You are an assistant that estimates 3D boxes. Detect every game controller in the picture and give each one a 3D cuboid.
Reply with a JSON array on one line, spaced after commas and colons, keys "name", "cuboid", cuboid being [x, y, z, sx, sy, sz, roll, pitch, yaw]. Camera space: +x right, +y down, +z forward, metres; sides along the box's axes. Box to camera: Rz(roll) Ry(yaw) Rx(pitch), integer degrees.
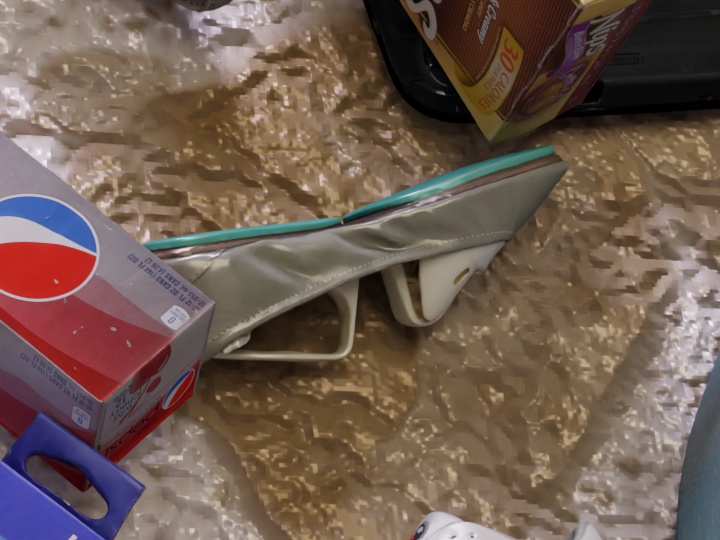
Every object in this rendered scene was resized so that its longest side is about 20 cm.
[{"name": "game controller", "cuboid": [0.100, -0.113, 1.242, 0.199, 0.042, 0.105, -4, 46, -21]}]

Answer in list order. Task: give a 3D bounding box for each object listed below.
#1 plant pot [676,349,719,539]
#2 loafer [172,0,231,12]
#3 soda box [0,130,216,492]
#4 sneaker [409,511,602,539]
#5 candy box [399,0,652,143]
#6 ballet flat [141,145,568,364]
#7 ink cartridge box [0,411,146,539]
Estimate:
[{"name": "plant pot", "cuboid": [0.227, 0.075, 1.072, 0.196, 0.196, 0.201, 31, 65, 3]}, {"name": "loafer", "cuboid": [-0.137, -0.166, 1.176, 0.199, 0.070, 0.070, 34, 59, 14]}, {"name": "soda box", "cuboid": [-0.153, -0.010, 1.058, 0.200, 0.064, 0.070, 38, 54, 16]}, {"name": "sneaker", "cuboid": [0.018, 0.137, 1.030, 0.199, 0.074, 0.089, -5, 60, -32]}, {"name": "candy box", "cuboid": [0.041, -0.168, 1.148, 0.056, 0.117, 0.201, -25, 74, -27]}, {"name": "ballet flat", "cuboid": [0.000, 0.000, 1.125, 0.199, 0.067, 0.064, -15, 91, -25]}, {"name": "ink cartridge box", "cuboid": [-0.154, 0.139, 0.969, 0.136, 0.076, 0.200, 35, 53, 6]}]
